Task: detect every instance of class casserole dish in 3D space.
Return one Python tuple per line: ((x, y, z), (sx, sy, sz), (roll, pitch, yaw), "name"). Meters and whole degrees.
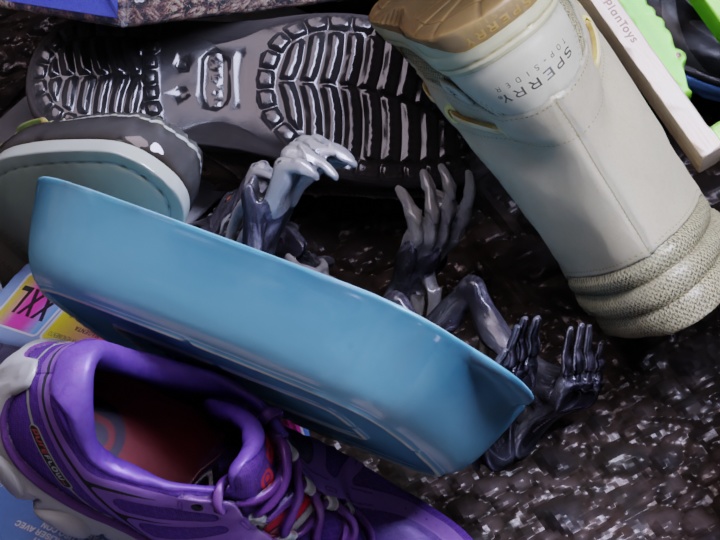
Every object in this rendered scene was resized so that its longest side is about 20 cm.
((-0.035, 0.023, 0.996), (0.200, 0.121, 0.039), (21, 79, 27), "casserole dish")

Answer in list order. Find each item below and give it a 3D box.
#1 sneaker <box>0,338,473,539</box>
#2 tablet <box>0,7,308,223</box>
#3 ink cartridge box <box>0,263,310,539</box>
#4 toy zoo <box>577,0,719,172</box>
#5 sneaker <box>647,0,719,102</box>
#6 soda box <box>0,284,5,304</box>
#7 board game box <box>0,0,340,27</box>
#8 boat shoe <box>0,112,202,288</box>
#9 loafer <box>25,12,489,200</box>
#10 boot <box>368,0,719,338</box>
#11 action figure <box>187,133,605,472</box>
((-0.037, 0.084, 0.998), (0.083, 0.200, 0.081), (-21, 47, 59), "sneaker")
((-0.104, -0.060, 1.274), (0.130, 0.014, 0.200), (26, 60, 36), "tablet")
((-0.127, 0.104, 1.076), (0.136, 0.076, 0.200), (18, 56, 32), "ink cartridge box")
((0.182, -0.143, 1.137), (0.200, 0.020, 0.131), (-32, 75, -8), "toy zoo")
((0.123, -0.150, 1.195), (0.071, 0.083, 0.200), (-18, 68, -53), "sneaker")
((-0.189, -0.003, 1.108), (0.064, 0.200, 0.068), (25, 58, 27), "soda box")
((-0.089, -0.170, 1.237), (0.159, 0.097, 0.200), (13, 17, 38), "board game box")
((-0.114, -0.033, 1.135), (0.061, 0.072, 0.201), (-55, 18, -27), "boat shoe")
((-0.040, -0.069, 1.211), (0.199, 0.071, 0.073), (9, 74, -1), "loafer")
((0.078, -0.056, 1.120), (0.073, 0.156, 0.200), (-36, 12, 2), "boot")
((0.000, 0.000, 1.109), (0.200, 0.102, 0.119), (27, 16, 32), "action figure")
